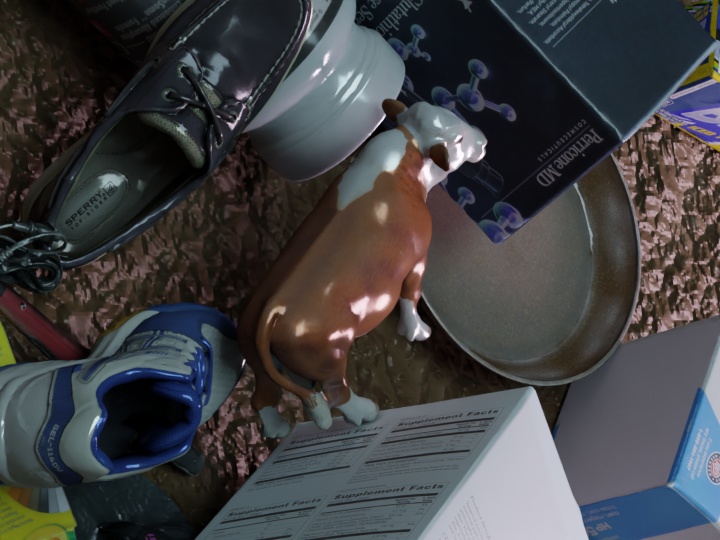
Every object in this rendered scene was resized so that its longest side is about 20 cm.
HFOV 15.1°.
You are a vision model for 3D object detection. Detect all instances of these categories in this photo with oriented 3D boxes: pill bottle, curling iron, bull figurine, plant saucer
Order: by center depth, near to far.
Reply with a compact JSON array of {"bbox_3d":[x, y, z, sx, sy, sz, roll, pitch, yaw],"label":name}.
[{"bbox_3d":[-0.132,0.045,1.385,0.050,0.026,0.200,-43,129,-10],"label":"curling iron"},{"bbox_3d":[0.000,0.000,1.431,0.200,0.065,0.122,-48,143,-36],"label":"bull figurine"},{"bbox_3d":[-0.075,-0.147,1.466,0.200,0.116,0.116,44,52,-24],"label":"pill bottle"},{"bbox_3d":[0.088,-0.026,1.633,0.200,0.032,0.200,15,66,-36],"label":"plant saucer"}]

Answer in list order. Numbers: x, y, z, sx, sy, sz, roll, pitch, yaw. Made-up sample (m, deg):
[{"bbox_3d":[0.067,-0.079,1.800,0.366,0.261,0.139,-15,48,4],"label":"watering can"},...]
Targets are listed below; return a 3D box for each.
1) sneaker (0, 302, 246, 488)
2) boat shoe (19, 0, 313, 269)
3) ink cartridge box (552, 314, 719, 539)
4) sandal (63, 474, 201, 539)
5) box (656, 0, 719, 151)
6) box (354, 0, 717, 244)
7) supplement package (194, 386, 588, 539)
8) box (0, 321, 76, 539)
[{"bbox_3d":[-0.103,0.068,1.333,0.200,0.088,0.075,-26,115,-54],"label":"sneaker"},{"bbox_3d":[-0.095,-0.074,1.389,0.200,0.065,0.072,-45,111,3],"label":"boat shoe"},{"bbox_3d":[0.222,0.145,1.642,0.200,0.125,0.129,42,52,-25],"label":"ink cartridge box"},{"bbox_3d":[-0.084,0.174,1.406,0.200,0.048,0.075,51,49,-19],"label":"sandal"},{"bbox_3d":[0.277,-0.108,1.808,0.200,0.070,0.064,26,60,-34],"label":"box"},{"bbox_3d":[0.072,-0.141,1.540,0.200,0.148,0.107,46,55,-1],"label":"box"},{"bbox_3d":[0.013,0.178,1.380,0.200,0.151,0.152,-47,121,-54],"label":"supplement package"},{"bbox_3d":[-0.215,0.078,1.319,0.117,0.048,0.200,-20,89,-44],"label":"box"}]
